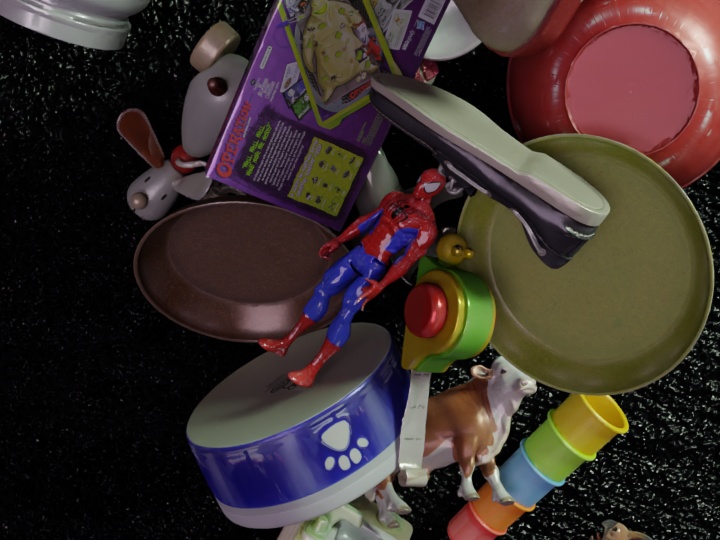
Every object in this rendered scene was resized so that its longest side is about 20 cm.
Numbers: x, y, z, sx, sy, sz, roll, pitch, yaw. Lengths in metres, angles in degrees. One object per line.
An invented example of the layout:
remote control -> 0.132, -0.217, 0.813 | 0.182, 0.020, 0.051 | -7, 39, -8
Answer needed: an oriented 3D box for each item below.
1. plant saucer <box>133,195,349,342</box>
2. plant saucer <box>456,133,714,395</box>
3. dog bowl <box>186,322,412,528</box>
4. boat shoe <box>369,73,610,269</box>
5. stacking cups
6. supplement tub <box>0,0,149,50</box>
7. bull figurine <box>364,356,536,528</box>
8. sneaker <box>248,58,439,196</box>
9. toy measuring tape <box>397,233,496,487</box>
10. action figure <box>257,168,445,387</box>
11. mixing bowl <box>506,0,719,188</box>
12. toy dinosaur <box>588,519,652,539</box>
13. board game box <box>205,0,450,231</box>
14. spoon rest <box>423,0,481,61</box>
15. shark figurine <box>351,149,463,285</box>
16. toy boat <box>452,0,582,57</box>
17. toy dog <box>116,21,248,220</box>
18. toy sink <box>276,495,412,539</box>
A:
plant saucer -> -0.101, -0.005, 0.804 | 0.198, 0.037, 0.201 | 0, 142, 0
plant saucer -> 0.166, -0.005, 0.675 | 0.198, 0.031, 0.202 | 12, 112, 32
dog bowl -> -0.047, 0.128, 0.776 | 0.198, 0.200, 0.079 | -19, 107, 19
boat shoe -> 0.080, -0.073, 0.648 | 0.199, 0.073, 0.063 | 35, 122, 14
stacking cups -> 0.159, 0.189, 0.823 | 0.060, 0.061, 0.201 | 38, 115, 2
supplement tub -> -0.228, -0.302, 0.741 | 0.144, 0.145, 0.201 | 26, 110, 7
bull figurine -> 0.079, 0.156, 0.815 | 0.199, 0.065, 0.122 | -22, 56, 27
sneaker -> -0.024, -0.132, 0.767 | 0.199, 0.075, 0.081 | -30, 62, 0
toy measuring tape -> 0.066, 0.072, 0.687 | 0.073, 0.074, 0.202 | 7, 88, 13
action figure -> 0.000, 0.000, 0.707 | 0.200, 0.052, 0.065 | -50, 57, 6
mixing bowl -> 0.206, -0.142, 0.690 | 0.198, 0.108, 0.202 | 4, 106, 15
toy dinosaur -> 0.268, 0.344, 0.822 | 0.200, 0.086, 0.136 | 44, 104, -6
board game box -> -0.028, -0.142, 0.685 | 0.119, 0.032, 0.201 | 20, 107, -22
spoon rest -> 0.037, -0.265, 0.723 | 0.099, 0.061, 0.201 | -33, 94, 10
shark figurine -> 0.067, -0.017, 0.766 | 0.213, 0.090, 0.129 | 23, 129, -9
toy boat -> 0.155, -0.240, 0.610 | 0.130, 0.131, 0.201 | 7, 134, -29
toy dog -> -0.148, -0.119, 0.796 | 0.131, 0.096, 0.202 | 24, 109, 8
toy sink -> -0.027, 0.282, 0.856 | 0.111, 0.130, 0.201 | 28, 109, 6
